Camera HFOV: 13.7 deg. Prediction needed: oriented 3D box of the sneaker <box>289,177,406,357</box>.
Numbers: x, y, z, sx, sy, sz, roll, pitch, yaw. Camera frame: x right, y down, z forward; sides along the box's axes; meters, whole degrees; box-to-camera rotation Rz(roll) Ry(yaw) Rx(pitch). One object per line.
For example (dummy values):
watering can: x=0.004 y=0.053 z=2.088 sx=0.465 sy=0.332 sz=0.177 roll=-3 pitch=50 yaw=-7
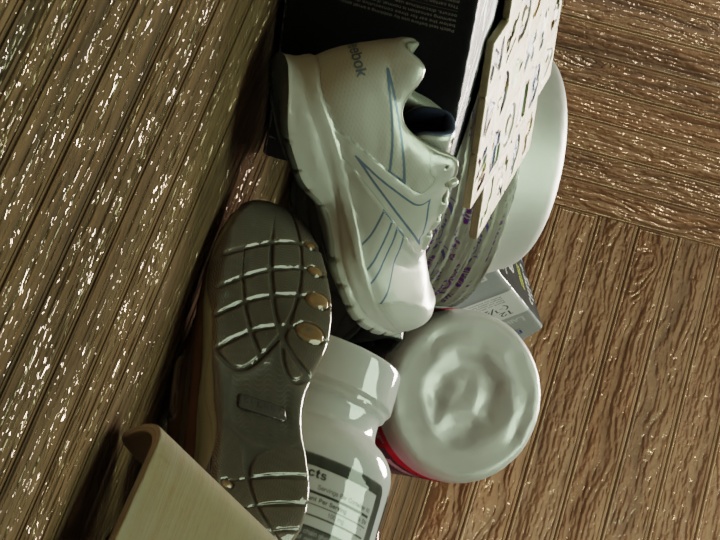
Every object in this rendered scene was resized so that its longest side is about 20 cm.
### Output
sneaker: x=0.000 y=0.000 z=1.761 sx=0.091 sy=0.076 sz=0.200 roll=30 pitch=-67 yaw=52

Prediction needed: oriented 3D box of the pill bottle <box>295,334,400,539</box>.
pill bottle: x=-0.049 y=0.137 z=1.579 sx=0.116 sy=0.116 sz=0.200 roll=87 pitch=19 yaw=-73

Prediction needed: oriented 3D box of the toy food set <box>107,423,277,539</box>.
toy food set: x=-0.083 y=0.180 z=1.340 sx=0.060 sy=0.144 sz=0.200 roll=-29 pitch=-155 yaw=35

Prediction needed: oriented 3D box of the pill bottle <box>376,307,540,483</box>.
pill bottle: x=0.028 y=0.078 z=1.958 sx=0.200 sy=0.111 sz=0.111 roll=1 pitch=-106 yaw=67

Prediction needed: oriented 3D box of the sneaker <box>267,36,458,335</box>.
sneaker: x=0.015 y=-0.040 z=1.553 sx=0.200 sy=0.087 sz=0.075 roll=70 pitch=5 yaw=-48

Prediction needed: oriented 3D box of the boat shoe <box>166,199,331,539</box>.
boat shoe: x=-0.066 y=0.057 z=1.508 sx=0.072 sy=0.076 sz=0.200 roll=-30 pitch=-137 yaw=47

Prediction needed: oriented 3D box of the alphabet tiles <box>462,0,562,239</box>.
alphabet tiles: x=0.090 y=-0.119 z=1.684 sx=0.200 sy=0.006 sz=0.167 roll=-57 pitch=157 yaw=-60

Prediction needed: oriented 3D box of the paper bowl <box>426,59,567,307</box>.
paper bowl: x=0.060 y=-0.077 z=1.873 sx=0.201 sy=0.104 sz=0.201 roll=-171 pitch=-90 yaw=-73

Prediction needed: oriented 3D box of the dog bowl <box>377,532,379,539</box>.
dog bowl: x=-0.034 y=0.191 z=1.880 sx=0.200 sy=0.074 sz=0.201 roll=-173 pitch=-90 yaw=-84

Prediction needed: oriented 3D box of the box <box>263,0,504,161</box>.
box: x=0.030 y=-0.176 z=1.605 sx=0.182 sy=0.104 sz=0.200 roll=101 pitch=7 yaw=-49

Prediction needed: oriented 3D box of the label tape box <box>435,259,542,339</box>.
label tape box: x=0.071 y=-0.024 z=2.060 sx=0.200 sy=0.066 sz=0.144 roll=44 pitch=27 yaw=-62
